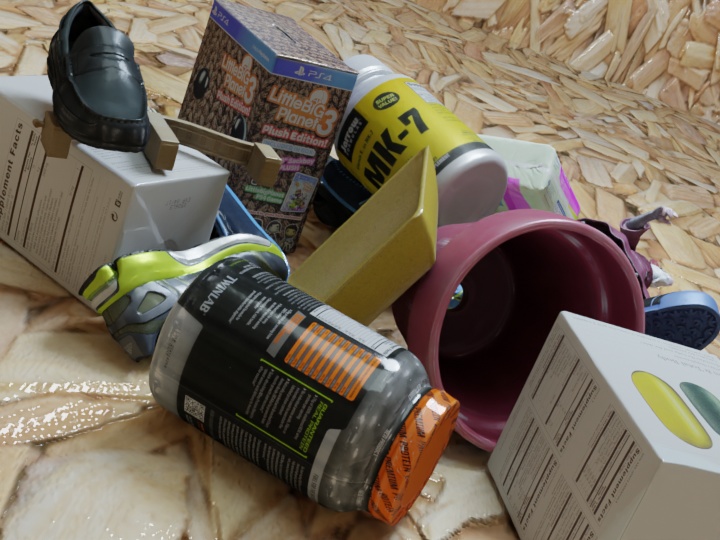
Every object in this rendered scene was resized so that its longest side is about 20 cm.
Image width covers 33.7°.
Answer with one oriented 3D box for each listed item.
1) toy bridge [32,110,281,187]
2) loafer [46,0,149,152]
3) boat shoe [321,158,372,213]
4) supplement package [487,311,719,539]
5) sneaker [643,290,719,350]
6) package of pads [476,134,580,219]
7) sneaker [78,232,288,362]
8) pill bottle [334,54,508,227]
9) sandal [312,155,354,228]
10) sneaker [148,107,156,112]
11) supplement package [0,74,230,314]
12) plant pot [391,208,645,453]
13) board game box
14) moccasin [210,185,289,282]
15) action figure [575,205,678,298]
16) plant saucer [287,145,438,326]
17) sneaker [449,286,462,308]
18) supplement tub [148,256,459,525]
[{"bbox_3d":[-0.165,-0.105,0.959,0.198,0.027,0.067,6,27,-29],"label":"toy bridge"},{"bbox_3d":[-0.201,-0.150,0.905,0.067,0.071,0.201,5,27,-27],"label":"loafer"},{"bbox_3d":[0.047,-0.085,1.307,0.198,0.069,0.085,20,30,-36],"label":"boat shoe"},{"bbox_3d":[0.210,0.156,0.867,0.150,0.152,0.200,15,22,-18],"label":"supplement package"},{"bbox_3d":[0.235,0.051,1.089,0.070,0.199,0.078,48,37,-26],"label":"sneaker"},{"bbox_3d":[0.145,-0.095,1.375,0.198,0.069,0.155,13,-18,28],"label":"package of pads"},{"bbox_3d":[-0.131,0.026,0.958,0.199,0.074,0.082,-14,75,-47],"label":"sneaker"},{"bbox_3d":[0.045,-0.123,1.192,0.114,0.115,0.200,-2,39,-47],"label":"pill bottle"},{"bbox_3d":[-0.020,-0.063,1.321,0.075,0.048,0.201,10,37,-44],"label":"sandal"},{"bbox_3d":[-0.244,-0.163,1.266,0.075,0.091,0.199,35,25,31],"label":"sneaker"},{"bbox_3d":[-0.233,-0.072,1.019,0.199,0.121,0.121,33,26,26],"label":"supplement package"},{"bbox_3d":[0.116,0.038,1.031,0.198,0.203,0.179,13,8,-23],"label":"plant pot"},{"bbox_3d":[-0.108,-0.147,1.210,0.096,0.202,0.159,6,25,-35],"label":"board game box"},{"bbox_3d":[-0.146,-0.044,1.098,0.068,0.081,0.199,-10,37,-46],"label":"moccasin"},{"bbox_3d":[0.281,0.010,1.287,0.147,0.136,0.199,-15,-10,26],"label":"action figure"},{"bbox_3d":[0.000,0.000,1.016,0.048,0.200,0.200,44,18,-11],"label":"plant saucer"},{"bbox_3d":[0.095,0.015,1.199,0.198,0.076,0.105,8,26,-34],"label":"sneaker"},{"bbox_3d":[-0.038,0.086,0.833,0.199,0.124,0.122,29,22,16],"label":"supplement tub"}]
